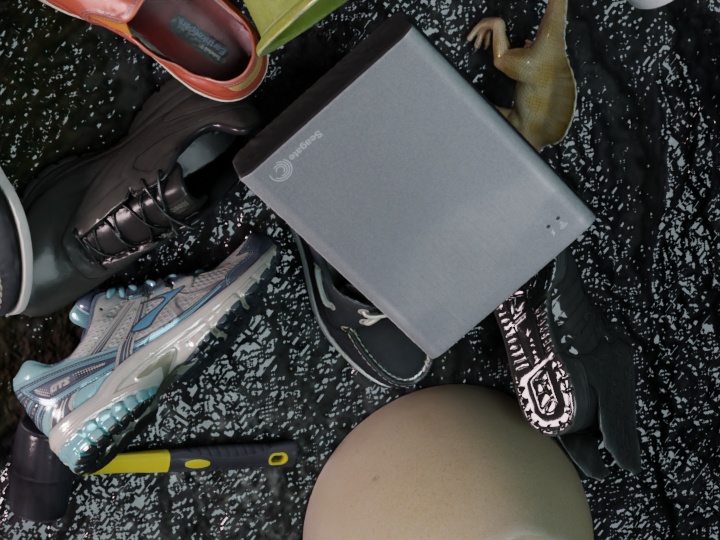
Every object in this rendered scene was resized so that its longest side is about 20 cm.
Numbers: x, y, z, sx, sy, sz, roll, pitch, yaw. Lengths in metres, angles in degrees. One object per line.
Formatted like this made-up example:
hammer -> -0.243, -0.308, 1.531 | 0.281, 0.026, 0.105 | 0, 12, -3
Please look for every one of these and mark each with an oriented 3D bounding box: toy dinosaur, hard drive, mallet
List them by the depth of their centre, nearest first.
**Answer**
hard drive -> 0.034, -0.051, 1.704 | 0.139, 0.033, 0.200 | -41, 125, 9
toy dinosaur -> 0.114, -0.127, 1.768 | 0.058, 0.101, 0.201 | 0, 111, -26
mallet -> -0.135, 0.133, 1.794 | 0.199, 0.041, 0.066 | 6, 111, -30

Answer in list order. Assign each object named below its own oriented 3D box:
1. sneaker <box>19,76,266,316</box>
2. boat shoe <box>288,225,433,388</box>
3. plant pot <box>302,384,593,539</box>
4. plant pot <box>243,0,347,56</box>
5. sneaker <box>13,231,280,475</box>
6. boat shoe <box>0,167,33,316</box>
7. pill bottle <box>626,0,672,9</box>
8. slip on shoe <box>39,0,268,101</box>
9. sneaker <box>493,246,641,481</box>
sneaker -> -0.140, -0.044, 1.699 | 0.200, 0.091, 0.076 | -44, 122, -3
boat shoe -> 0.000, 0.000, 1.789 | 0.075, 0.060, 0.200 | -34, 117, -9
plant pot -> 0.078, 0.192, 1.845 | 0.199, 0.134, 0.201 | -7, 110, -21
plant pot -> -0.035, -0.261, 1.614 | 0.200, 0.200, 0.190 | -37, 92, -8
sneaker -> -0.134, 0.032, 1.735 | 0.086, 0.078, 0.200 | 43, 67, 9
boat shoe -> -0.249, -0.060, 1.648 | 0.060, 0.074, 0.201 | -29, 116, -41
pill bottle -> 0.139, -0.258, 1.731 | 0.111, 0.111, 0.200 | -49, 118, -1
slip on shoe -> -0.139, -0.171, 1.655 | 0.200, 0.061, 0.074 | 35, 86, -8
sneaker -> 0.140, 0.044, 1.861 | 0.104, 0.060, 0.201 | -2, 80, -58
